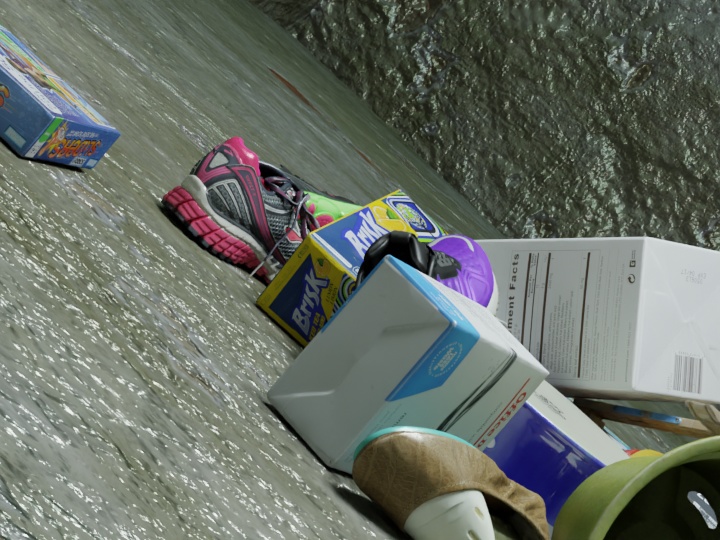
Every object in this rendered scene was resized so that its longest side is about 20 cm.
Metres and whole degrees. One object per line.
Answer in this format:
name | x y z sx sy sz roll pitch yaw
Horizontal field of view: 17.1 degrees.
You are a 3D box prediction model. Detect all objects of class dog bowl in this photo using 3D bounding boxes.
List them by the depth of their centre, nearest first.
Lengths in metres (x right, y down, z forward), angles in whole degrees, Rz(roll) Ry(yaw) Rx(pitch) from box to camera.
dog bowl | 0.111 0.123 1.712 0.200 0.079 0.200 40 7 -6

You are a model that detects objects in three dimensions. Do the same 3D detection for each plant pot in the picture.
plant pot | 0.198 0.186 1.429 0.200 0.201 0.184 40 -4 -10

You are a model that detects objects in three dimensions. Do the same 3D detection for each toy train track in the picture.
toy train track | 0.244 0.130 1.827 0.200 0.033 0.115 10 -19 41

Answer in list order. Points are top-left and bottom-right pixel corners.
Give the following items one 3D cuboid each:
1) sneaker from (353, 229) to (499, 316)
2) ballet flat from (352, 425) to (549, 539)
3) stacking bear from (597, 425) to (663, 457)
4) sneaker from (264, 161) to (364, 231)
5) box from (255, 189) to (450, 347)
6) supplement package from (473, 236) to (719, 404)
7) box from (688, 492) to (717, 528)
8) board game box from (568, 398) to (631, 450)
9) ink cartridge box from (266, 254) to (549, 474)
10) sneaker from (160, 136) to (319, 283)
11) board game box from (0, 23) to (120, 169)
sneaker | 0.041 0.010 1.625 0.200 0.069 0.100 -58 142 -54
ballet flat | 0.063 0.149 1.411 0.200 0.068 0.072 38 25 -57
stacking bear | 0.212 0.185 1.816 0.200 0.122 0.114 34 -5 28
sneaker | -0.052 -0.051 1.951 0.084 0.077 0.200 48 8 26
box | 0.000 0.000 1.745 0.064 0.070 0.200 42 21 7
supplement package | 0.185 0.040 1.891 0.121 0.120 0.200 9 -6 -41
box | 0.261 0.244 1.643 0.200 0.044 0.160 41 35 5
board game box | 0.213 0.162 2.242 0.200 0.035 0.126 40 7 -9
ink cartridge box | 0.040 0.074 1.476 0.068 0.116 0.200 45 8 27
sneaker | -0.063 -0.033 1.781 0.081 0.075 0.200 45 7 31
board game box | -0.259 -0.147 1.570 0.200 0.034 0.135 42 7 11
